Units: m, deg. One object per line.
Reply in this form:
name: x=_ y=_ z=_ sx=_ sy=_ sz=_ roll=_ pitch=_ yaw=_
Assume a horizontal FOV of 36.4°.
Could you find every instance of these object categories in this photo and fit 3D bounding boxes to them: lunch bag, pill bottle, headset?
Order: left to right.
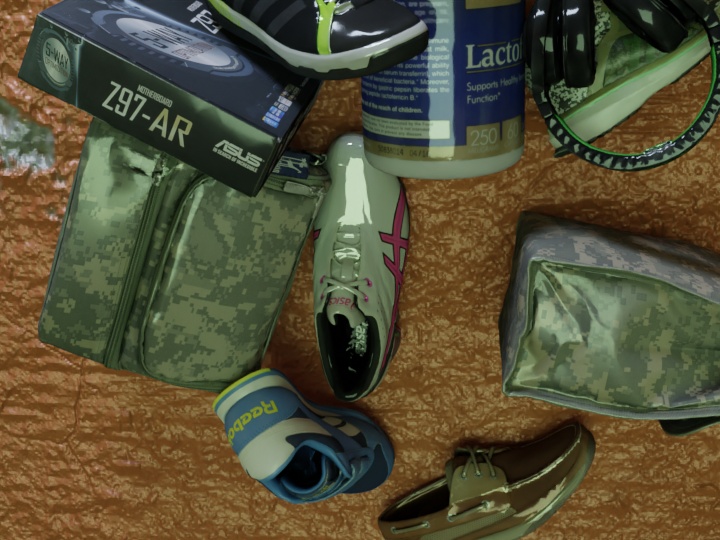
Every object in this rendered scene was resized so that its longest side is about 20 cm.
lunch bag: x=-0.125 y=-0.020 z=0.802 sx=0.166 sy=0.140 sz=0.202 roll=20 pitch=109 yaw=-3
pill bottle: x=0.055 y=-0.172 z=0.742 sx=0.114 sy=0.116 sz=0.202 roll=-1 pitch=109 yaw=6
headset: x=0.163 y=-0.164 z=0.719 sx=0.122 sy=0.094 sz=0.202 roll=-21 pitch=88 yaw=16
lunch bag: x=0.202 y=0.037 z=0.774 sx=0.197 sy=0.164 sz=0.119 roll=10 pitch=105 yaw=3

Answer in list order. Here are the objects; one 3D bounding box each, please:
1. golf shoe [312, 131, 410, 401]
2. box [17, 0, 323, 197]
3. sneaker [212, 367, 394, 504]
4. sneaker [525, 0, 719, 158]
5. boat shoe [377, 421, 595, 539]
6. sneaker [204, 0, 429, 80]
golf shoe: x=0.000 y=0.000 z=0.821 sx=0.072 sy=0.092 sz=0.203 roll=0 pitch=108 yaw=9
box: x=-0.110 y=-0.135 z=0.726 sx=0.159 sy=0.200 sz=0.044 roll=27 pitch=116 yaw=-3
sneaker: x=-0.034 y=0.146 z=0.839 sx=0.074 sy=0.083 sz=0.199 roll=-42 pitch=141 yaw=13
sneaker: x=0.193 y=-0.168 z=0.757 sx=0.199 sy=0.077 sz=0.089 roll=-38 pitch=90 yaw=13
boat shoe: x=0.098 y=0.179 z=0.883 sx=0.199 sy=0.076 sz=0.072 roll=-37 pitch=100 yaw=15
sneaker: x=-0.042 y=-0.182 z=0.690 sx=0.199 sy=0.071 sz=0.084 roll=28 pitch=137 yaw=37
